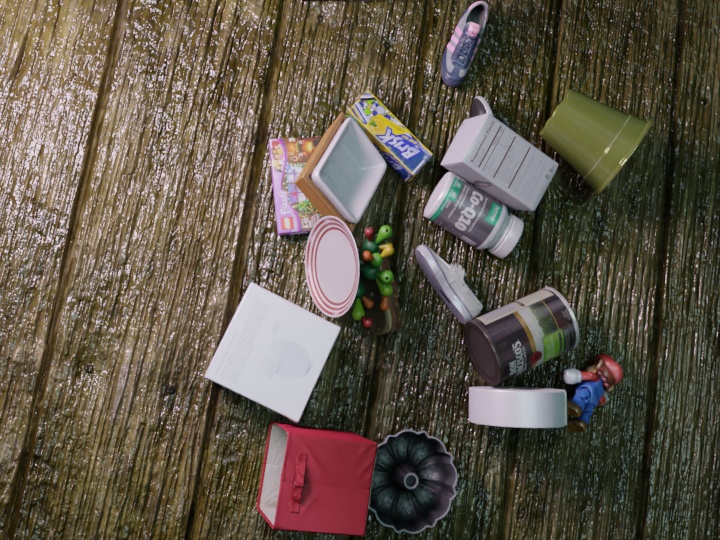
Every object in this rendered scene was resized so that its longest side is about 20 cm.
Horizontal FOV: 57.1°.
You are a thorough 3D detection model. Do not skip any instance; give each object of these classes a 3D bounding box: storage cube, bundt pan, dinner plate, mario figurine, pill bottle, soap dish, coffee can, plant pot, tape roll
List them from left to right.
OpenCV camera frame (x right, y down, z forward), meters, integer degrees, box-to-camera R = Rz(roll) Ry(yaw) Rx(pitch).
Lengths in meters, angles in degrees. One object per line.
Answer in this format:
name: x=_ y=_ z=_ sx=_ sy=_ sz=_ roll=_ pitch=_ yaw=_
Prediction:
storage cube: x=-0.087 y=0.393 z=1.267 sx=0.177 sy=0.200 sz=0.174 roll=11 pitch=80 yaw=-17
dinner plate: x=-0.053 y=-0.008 z=1.328 sx=0.024 sy=0.199 sz=0.204 roll=-6 pitch=84 yaw=-35
soap dish: x=-0.040 y=-0.198 z=1.356 sx=0.158 sy=0.080 sz=0.202 roll=48 pitch=51 yaw=-28
bundt pan: x=0.094 y=0.426 z=1.357 sx=0.198 sy=0.076 sz=0.206 roll=2 pitch=83 yaw=-12
pill bottle: x=0.247 y=-0.117 z=1.436 sx=0.198 sy=0.113 sz=0.114 roll=29 pitch=78 yaw=-7
tape roll: x=0.322 y=0.278 z=1.359 sx=0.199 sy=0.202 sz=0.072 roll=3 pitch=82 yaw=-11
coffee can: x=0.340 y=0.139 z=1.408 sx=0.197 sy=0.146 sz=0.148 roll=-22 pitch=88 yaw=-14
mario figurine: x=0.493 y=0.259 z=1.451 sx=0.105 sy=0.125 sz=0.200 roll=33 pitch=54 yaw=25
plant pot: x=0.515 y=-0.306 z=1.494 sx=0.189 sy=0.200 sz=0.201 roll=36 pitch=77 yaw=8

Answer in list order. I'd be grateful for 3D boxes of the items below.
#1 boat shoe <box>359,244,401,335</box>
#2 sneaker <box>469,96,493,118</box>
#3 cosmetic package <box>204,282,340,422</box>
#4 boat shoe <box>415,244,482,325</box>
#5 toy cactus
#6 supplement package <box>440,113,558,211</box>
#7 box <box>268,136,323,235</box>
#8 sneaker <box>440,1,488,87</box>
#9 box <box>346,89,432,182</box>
boat shoe: x=0.043 y=0.037 z=1.406 sx=0.067 sy=0.071 sz=0.204 roll=3 pitch=72 yaw=-44
sneaker: x=0.244 y=-0.291 z=1.478 sx=0.097 sy=0.071 sz=0.204 roll=-3 pitch=88 yaw=-17
cosmetic package: x=-0.175 y=0.161 z=1.310 sx=0.198 sy=0.123 sz=0.202 roll=28 pitch=79 yaw=-8
boat shoe: x=0.196 y=0.019 z=1.432 sx=0.070 sy=0.071 sz=0.201 roll=-38 pitch=95 yaw=-13
toy cactus: x=0.000 y=0.000 z=1.349 sx=0.101 sy=0.164 sz=0.203 roll=-1 pitch=107 yaw=-40
supplement package: x=0.293 y=-0.225 z=1.402 sx=0.198 sy=0.117 sz=0.118 roll=30 pitch=88 yaw=-16
box: x=-0.118 y=-0.180 z=1.406 sx=0.134 sy=0.039 sz=0.204 roll=-6 pitch=84 yaw=-12
sneaker: x=0.237 y=-0.518 z=1.499 sx=0.069 sy=0.082 sz=0.203 roll=19 pitch=80 yaw=-9
box: x=0.060 y=-0.291 z=1.444 sx=0.200 sy=0.064 sz=0.070 roll=44 pitch=77 yaw=-3
